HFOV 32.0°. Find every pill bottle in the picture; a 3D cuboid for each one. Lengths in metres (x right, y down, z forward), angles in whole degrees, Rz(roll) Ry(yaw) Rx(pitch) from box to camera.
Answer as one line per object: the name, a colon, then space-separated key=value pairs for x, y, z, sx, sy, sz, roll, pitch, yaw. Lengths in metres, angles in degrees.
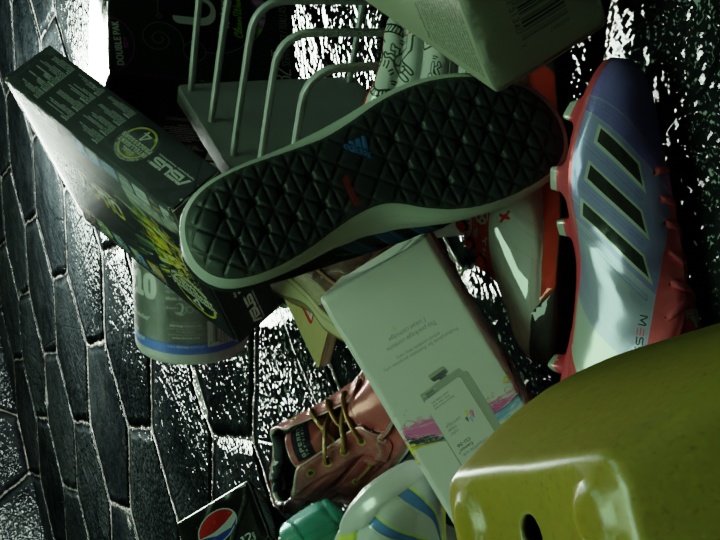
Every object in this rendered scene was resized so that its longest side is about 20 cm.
pill bottle: x=-0.163 y=-0.021 z=1.204 sx=0.114 sy=0.114 sz=0.200 roll=-142 pitch=49 yaw=-58

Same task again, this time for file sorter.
file sorter: x=-0.020 y=-0.121 z=0.819 sx=0.200 sy=0.139 sz=0.125 roll=-125 pitch=37 yaw=-47

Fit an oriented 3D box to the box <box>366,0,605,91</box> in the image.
box: x=0.035 y=-0.171 z=0.639 sx=0.200 sy=0.068 sz=0.082 roll=49 pitch=168 yaw=49

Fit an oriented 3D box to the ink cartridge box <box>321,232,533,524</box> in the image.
ink cartridge box: x=0.061 y=0.079 z=0.687 sx=0.200 sy=0.067 sz=0.116 roll=60 pitch=-174 yaw=-3

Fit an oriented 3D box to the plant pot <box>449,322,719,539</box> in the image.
plant pot: x=0.148 y=0.104 z=0.429 sx=0.194 sy=0.200 sz=0.196 roll=151 pitch=110 yaw=-65

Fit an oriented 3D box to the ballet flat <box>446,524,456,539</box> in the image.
ballet flat: x=0.093 y=0.231 z=0.779 sx=0.200 sy=0.069 sz=0.069 roll=63 pitch=150 yaw=28

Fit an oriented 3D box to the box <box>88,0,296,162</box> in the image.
box: x=-0.140 y=-0.204 z=1.015 sx=0.124 sy=0.148 sz=0.200 roll=127 pitch=142 yaw=-58

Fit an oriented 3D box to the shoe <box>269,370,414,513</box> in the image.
shoe: x=-0.008 y=0.119 z=0.921 sx=0.200 sy=0.091 sz=0.072 roll=114 pitch=141 yaw=-50

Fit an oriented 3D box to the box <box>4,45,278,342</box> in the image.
box: x=-0.155 y=-0.054 z=0.902 sx=0.200 sy=0.049 sz=0.161 roll=36 pitch=157 yaw=31

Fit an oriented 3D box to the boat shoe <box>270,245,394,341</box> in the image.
boat shoe: x=0.000 y=0.000 z=0.869 sx=0.200 sy=0.072 sz=0.072 roll=29 pitch=120 yaw=49

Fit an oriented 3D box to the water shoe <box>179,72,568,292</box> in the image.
water shoe: x=0.004 y=-0.045 z=0.629 sx=0.079 sy=0.200 sz=0.072 roll=139 pitch=113 yaw=-79

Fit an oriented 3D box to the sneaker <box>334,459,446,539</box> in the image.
sneaker: x=0.040 y=0.197 z=0.721 sx=0.105 sy=0.076 sz=0.200 roll=40 pitch=147 yaw=31

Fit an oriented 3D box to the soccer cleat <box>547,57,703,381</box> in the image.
soccer cleat: x=0.136 y=-0.002 z=0.613 sx=0.076 sy=0.067 sz=0.200 roll=9 pitch=102 yaw=33

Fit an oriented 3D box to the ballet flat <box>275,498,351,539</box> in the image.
ballet flat: x=-0.004 y=0.208 z=0.951 sx=0.067 sy=0.070 sz=0.200 roll=59 pitch=-175 yaw=18

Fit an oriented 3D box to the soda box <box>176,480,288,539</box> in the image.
soda box: x=-0.059 y=0.252 z=0.977 sx=0.200 sy=0.071 sz=0.063 roll=55 pitch=-175 yaw=-39

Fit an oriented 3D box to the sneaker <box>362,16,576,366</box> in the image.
sneaker: x=0.060 y=-0.049 z=0.681 sx=0.067 sy=0.108 sz=0.202 roll=-7 pitch=-85 yaw=-71

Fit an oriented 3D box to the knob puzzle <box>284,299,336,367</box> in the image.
knob puzzle: x=-0.036 y=-0.055 z=1.007 sx=0.220 sy=0.030 sz=0.220 roll=172 pitch=90 yaw=-67
